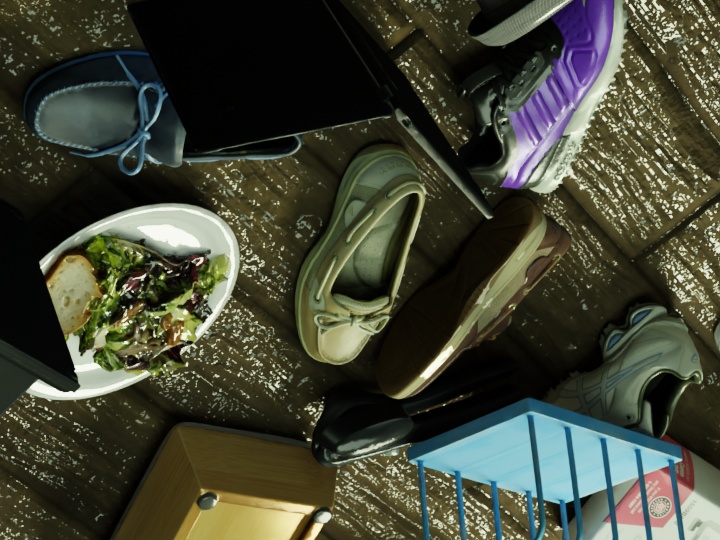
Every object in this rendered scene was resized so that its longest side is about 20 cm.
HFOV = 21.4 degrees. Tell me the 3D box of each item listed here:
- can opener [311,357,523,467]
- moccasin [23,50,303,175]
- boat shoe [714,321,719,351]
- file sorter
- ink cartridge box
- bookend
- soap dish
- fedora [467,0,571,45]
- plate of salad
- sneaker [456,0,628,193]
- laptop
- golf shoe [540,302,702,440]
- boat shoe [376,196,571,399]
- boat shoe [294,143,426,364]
[{"bbox_3d":[0.050,0.122,1.612,0.200,0.079,0.064,-15,123,-25],"label":"can opener"},{"bbox_3d":[-0.132,-0.111,1.336,0.199,0.068,0.081,-5,128,-20],"label":"moccasin"},{"bbox_3d":[0.388,0.014,1.670,0.072,0.068,0.200,20,116,-35],"label":"boat shoe"},{"bbox_3d":[0.161,0.203,1.595,0.200,0.123,0.139,20,145,-40],"label":"file sorter"},{"bbox_3d":[0.308,0.263,1.768,0.200,0.083,0.147,33,111,-8],"label":"ink cartridge box"},{"bbox_3d":[-0.309,0.062,1.308,0.199,0.200,0.092,-44,130,13],"label":"bookend"},{"bbox_3d":[-0.122,0.228,1.605,0.157,0.081,0.200,13,119,-32],"label":"soap dish"},{"bbox_3d":[0.136,-0.246,1.314,0.200,0.177,0.090,-39,101,-1],"label":"fedora"},{"bbox_3d":[-0.174,0.032,1.423,0.200,0.048,0.200,-24,144,-19],"label":"plate of salad"},{"bbox_3d":[0.127,-0.144,1.426,0.099,0.070,0.200,3,124,-23],"label":"sneaker"},{"bbox_3d":[-0.034,-0.110,1.301,0.116,0.187,0.200,-38,132,9],"label":"laptop"},{"bbox_3d":[0.220,0.125,1.666,0.078,0.097,0.200,16,120,-35],"label":"golf shoe"},{"bbox_3d":[0.095,0.033,1.556,0.072,0.072,0.200,29,105,-37],"label":"boat shoe"},{"bbox_3d":[0.003,0.000,1.489,0.073,0.063,0.201,5,124,-27],"label":"boat shoe"}]
